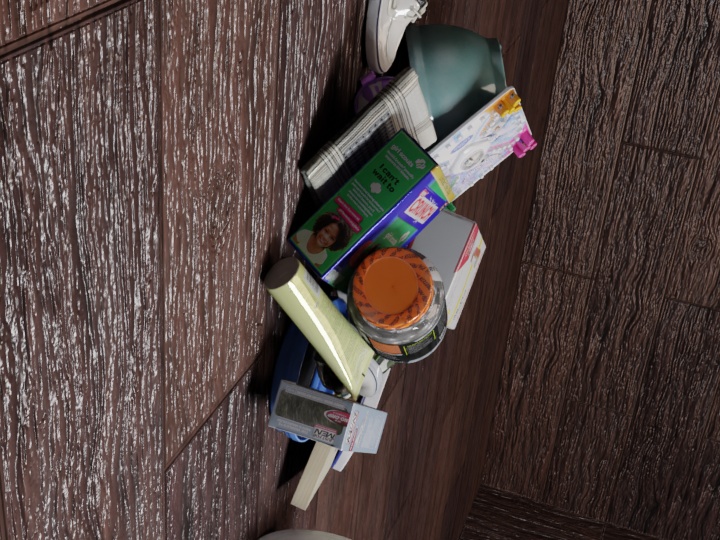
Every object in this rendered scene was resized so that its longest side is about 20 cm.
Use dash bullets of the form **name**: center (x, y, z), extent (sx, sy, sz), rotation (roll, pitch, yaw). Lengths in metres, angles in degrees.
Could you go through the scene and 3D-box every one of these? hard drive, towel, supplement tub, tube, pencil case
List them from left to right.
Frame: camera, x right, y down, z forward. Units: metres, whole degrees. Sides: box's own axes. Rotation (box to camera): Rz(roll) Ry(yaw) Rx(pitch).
- **tube**: center (-0.044, 0.069, 1.275), extent (0.058, 0.052, 0.200), rotation (-40, 124, -3)
- **hard drive**: center (0.001, 0.226, 1.681), extent (0.200, 0.025, 0.133), rotation (114, -2, -57)
- **towel**: center (0.016, -0.143, 1.344), extent (0.193, 0.035, 0.200), rotation (-45, 159, -7)
- **pencil case**: center (0.040, -0.194, 1.468), extent (0.084, 0.086, 0.200), rotation (-35, 156, -6)
- **supplement tub**: center (0.048, 0.043, 1.330), extent (0.200, 0.121, 0.124), rotation (68, 38, -74)

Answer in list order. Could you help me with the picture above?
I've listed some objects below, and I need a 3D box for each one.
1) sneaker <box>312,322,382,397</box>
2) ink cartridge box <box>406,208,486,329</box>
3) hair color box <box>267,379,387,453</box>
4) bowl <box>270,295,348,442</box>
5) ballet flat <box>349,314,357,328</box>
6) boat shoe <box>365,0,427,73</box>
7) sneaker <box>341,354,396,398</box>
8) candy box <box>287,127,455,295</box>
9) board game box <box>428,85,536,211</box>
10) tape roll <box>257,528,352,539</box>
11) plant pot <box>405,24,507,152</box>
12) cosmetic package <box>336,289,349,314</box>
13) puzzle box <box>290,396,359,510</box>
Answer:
- **sneaker**: center (-0.025, 0.133, 1.409), extent (0.071, 0.072, 0.200), rotation (-60, 151, -20)
- **ink cartridge box**: center (0.118, -0.001, 1.545), extent (0.200, 0.083, 0.146), rotation (38, 74, -76)
- **hair color box**: center (-0.037, 0.188, 1.332), extent (0.200, 0.098, 0.061), rotation (39, 67, -74)
- **bowl**: center (-0.069, 0.129, 1.428), extent (0.200, 0.039, 0.203), rotation (15, 90, -75)
- **ballet flat**: center (0.000, 0.000, 1.494), extent (0.067, 0.067, 0.202), rotation (134, -42, -61)
- **boat shoe**: center (0.053, -0.356, 1.374), extent (0.071, 0.069, 0.202), rotation (-36, 137, -67)
- **sneaker**: center (0.002, 0.120, 1.537), extent (0.200, 0.089, 0.077), rotation (-39, 173, 24)
- **candy box**: center (0.020, -0.068, 1.341), extent (0.200, 0.077, 0.169), rotation (-46, 164, 2)
- **board game box**: center (0.163, -0.160, 1.526), extent (0.199, 0.026, 0.200), rotation (-39, 159, 5)
- **tape roll**: center (-0.065, 0.462, 1.437), extent (0.203, 0.201, 0.141), rotation (-24, 127, -71)
- **plant pot**: center (0.146, -0.269, 1.537), extent (0.200, 0.133, 0.203), rotation (-10, 90, -83)
- **cosmetic package**: center (0.039, -0.011, 1.606), extent (0.108, 0.084, 0.201), rotation (77, 29, -56)
- **puzzle box**: center (-0.049, 0.259, 1.555), extent (0.200, 0.025, 0.134), rotation (-41, 153, -79)
